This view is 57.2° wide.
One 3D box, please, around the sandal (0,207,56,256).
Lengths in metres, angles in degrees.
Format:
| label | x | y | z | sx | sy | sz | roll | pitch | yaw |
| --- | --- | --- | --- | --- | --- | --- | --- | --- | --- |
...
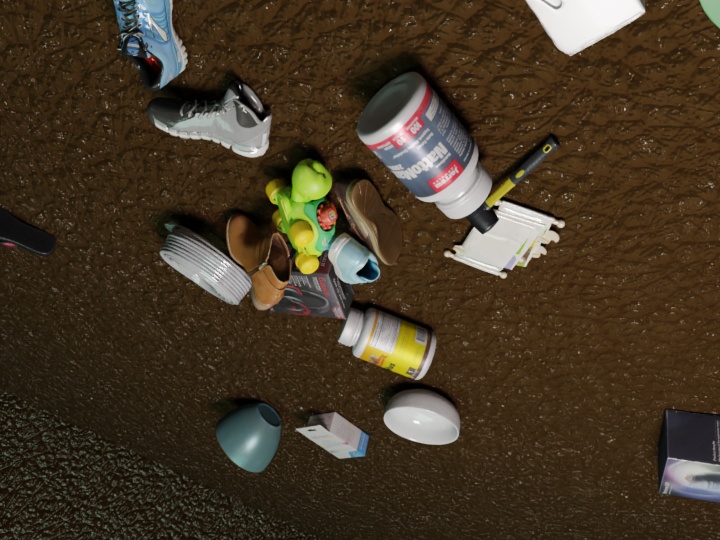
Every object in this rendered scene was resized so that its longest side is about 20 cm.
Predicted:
| label | x | y | z | sx | sy | sz | roll | pitch | yaw |
| --- | --- | --- | --- | --- | --- | --- | --- | --- | --- |
| sandal | -0.795 | -0.085 | 1.501 | 0.198 | 0.076 | 0.045 | 30 | 143 | -21 |

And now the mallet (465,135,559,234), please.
| label | x | y | z | sx | sy | sz | roll | pitch | yaw |
| --- | --- | --- | --- | --- | --- | --- | --- | --- | --- |
| mallet | 0.235 | -0.125 | 1.011 | 0.066 | 0.041 | 0.199 | 54 | 135 | 0 |

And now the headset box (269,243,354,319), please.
| label | x | y | z | sx | sy | sz | roll | pitch | yaw |
| --- | --- | --- | --- | --- | --- | --- | --- | --- | --- |
| headset box | -0.108 | 0.021 | 1.338 | 0.196 | 0.076 | 0.150 | 4 | 142 | 19 |

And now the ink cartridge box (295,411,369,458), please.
| label | x | y | z | sx | sy | sz | roll | pitch | yaw |
| --- | --- | --- | --- | --- | --- | --- | --- | --- | --- |
| ink cartridge box | -0.082 | 0.480 | 1.955 | 0.114 | 0.069 | 0.200 | -18 | 132 | 40 |

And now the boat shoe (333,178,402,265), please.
| label | x | y | z | sx | sy | sz | roll | pitch | yaw |
| --- | --- | --- | --- | --- | --- | --- | --- | --- | --- |
| boat shoe | 0.011 | -0.087 | 1.158 | 0.071 | 0.073 | 0.201 | 17 | 156 | 38 |

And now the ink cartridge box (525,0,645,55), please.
| label | x | y | z | sx | sy | sz | roll | pitch | yaw |
| --- | --- | --- | --- | --- | --- | --- | --- | --- | --- |
| ink cartridge box | 0.197 | -0.329 | 0.621 | 0.084 | 0.203 | 0.145 | -20 | 132 | 41 |

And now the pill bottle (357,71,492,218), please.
| label | x | y | z | sx | sy | sz | roll | pitch | yaw |
| --- | --- | --- | --- | --- | --- | --- | --- | --- | --- |
| pill bottle | 0.100 | -0.171 | 0.950 | 0.118 | 0.121 | 0.199 | -20 | 131 | 41 |

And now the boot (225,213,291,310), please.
| label | x | y | z | sx | sy | sz | roll | pitch | yaw |
| --- | --- | --- | --- | --- | --- | --- | --- | --- | --- |
| boot | -0.180 | -0.038 | 1.206 | 0.073 | 0.203 | 0.155 | -18 | 168 | -27 |

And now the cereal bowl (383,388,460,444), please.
| label | x | y | z | sx | sy | sz | roll | pitch | yaw |
| --- | --- | --- | --- | --- | --- | --- | --- | --- | --- |
| cereal bowl | 0.160 | 0.359 | 1.671 | 0.196 | 0.084 | 0.202 | 12 | 145 | 8 |

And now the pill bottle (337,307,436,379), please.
| label | x | y | z | sx | sy | sz | roll | pitch | yaw |
| --- | --- | --- | --- | --- | --- | --- | --- | --- | --- |
| pill bottle | 0.055 | 0.150 | 1.413 | 0.197 | 0.111 | 0.110 | 22 | 145 | -5 |

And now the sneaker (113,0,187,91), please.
| label | x | y | z | sx | sy | sz | roll | pitch | yaw |
| --- | --- | --- | --- | --- | --- | --- | --- | --- | --- |
| sneaker | -0.303 | -0.341 | 0.922 | 0.077 | 0.091 | 0.202 | 5 | 142 | 16 |

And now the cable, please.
| label | x | y | z | sx | sy | sz | roll | pitch | yaw |
| --- | --- | --- | --- | --- | --- | --- | --- | --- | --- |
| cable | -0.312 | -0.007 | 1.341 | 0.198 | 0.070 | 0.200 | 17 | 157 | 48 |

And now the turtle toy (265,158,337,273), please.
| label | x | y | z | sx | sy | sz | roll | pitch | yaw |
| --- | --- | --- | --- | --- | --- | --- | --- | --- | --- |
| turtle toy | -0.091 | -0.102 | 1.128 | 0.100 | 0.147 | 0.202 | -23 | 147 | -14 |

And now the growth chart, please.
| label | x | y | z | sx | sy | sz | roll | pitch | yaw |
| --- | --- | --- | --- | --- | --- | --- | --- | --- | --- |
| growth chart | 0.247 | -0.050 | 1.138 | 0.142 | 0.018 | 0.201 | 23 | 145 | -8 |

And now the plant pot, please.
| label | x | y | z | sx | sy | sz | roll | pitch | yaw |
| --- | --- | --- | --- | --- | --- | --- | --- | --- | --- |
| plant pot | -0.314 | 0.476 | 1.977 | 0.199 | 0.201 | 0.135 | 38 | 104 | -26 |

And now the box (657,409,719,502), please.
| label | x | y | z | sx | sy | sz | roll | pitch | yaw |
| --- | --- | --- | --- | --- | --- | --- | --- | --- | --- |
| box | 0.765 | 0.415 | 1.449 | 0.195 | 0.125 | 0.201 | 4 | 143 | 21 |

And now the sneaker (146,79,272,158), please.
| label | x | y | z | sx | sy | sz | roll | pitch | yaw |
| --- | --- | --- | --- | --- | --- | --- | --- | --- | --- |
| sneaker | -0.229 | -0.258 | 1.029 | 0.196 | 0.076 | 0.116 | 14 | 141 | -13 |

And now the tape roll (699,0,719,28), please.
| label | x | y | z | sx | sy | sz | roll | pitch | yaw |
| --- | --- | --- | --- | --- | --- | --- | --- | --- | --- |
| tape roll | 0.439 | -0.325 | 0.653 | 0.196 | 0.049 | 0.202 | 12 | 145 | 9 |

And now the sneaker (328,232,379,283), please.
| label | x | y | z | sx | sy | sz | roll | pitch | yaw |
| --- | --- | --- | --- | --- | --- | --- | --- | --- | --- |
| sneaker | 0.000 | 0.000 | 1.204 | 0.082 | 0.074 | 0.200 | 40 | 180 | 18 |
